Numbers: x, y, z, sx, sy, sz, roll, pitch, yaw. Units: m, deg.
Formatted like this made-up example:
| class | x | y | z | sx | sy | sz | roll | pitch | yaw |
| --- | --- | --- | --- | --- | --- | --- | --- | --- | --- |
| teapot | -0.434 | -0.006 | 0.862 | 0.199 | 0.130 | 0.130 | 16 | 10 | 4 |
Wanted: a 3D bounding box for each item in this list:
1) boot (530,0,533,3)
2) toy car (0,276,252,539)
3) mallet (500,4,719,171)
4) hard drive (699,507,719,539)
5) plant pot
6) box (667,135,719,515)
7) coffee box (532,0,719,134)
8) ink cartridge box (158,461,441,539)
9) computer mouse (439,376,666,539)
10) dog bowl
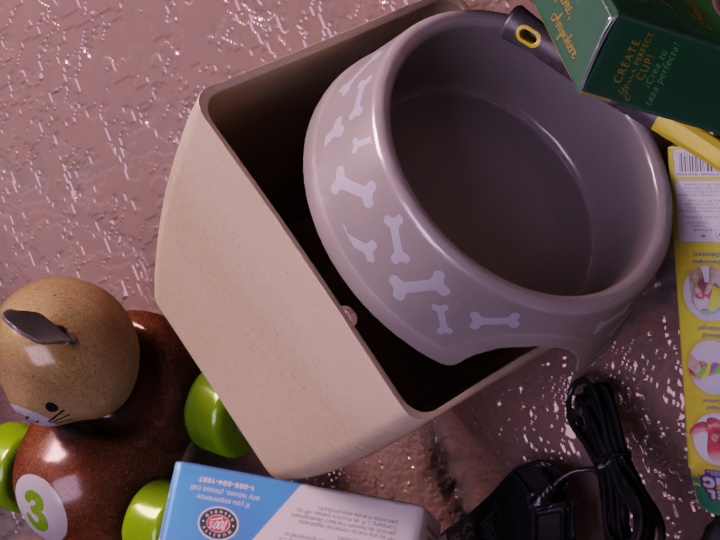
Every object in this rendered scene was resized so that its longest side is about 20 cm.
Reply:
| class | x | y | z | sx | sy | sz | roll | pitch | yaw |
| --- | --- | --- | --- | --- | --- | --- | --- | --- | --- |
| boot | 0.135 | -0.209 | 1.119 | 0.200 | 0.072 | 0.167 | 45 | 108 | 21 |
| toy car | -0.181 | 0.070 | 1.281 | 0.163 | 0.200 | 0.159 | 16 | 71 | 36 |
| mallet | 0.160 | -0.080 | 1.069 | 0.200 | 0.041 | 0.066 | 41 | 117 | 11 |
| hard drive | 0.244 | 0.236 | 1.162 | 0.200 | 0.033 | 0.140 | 39 | 120 | 20 |
| plant pot | 0.000 | 0.000 | 1.177 | 0.201 | 0.199 | 0.177 | 55 | 140 | 9 |
| box | 0.225 | 0.031 | 1.116 | 0.117 | 0.048 | 0.202 | 2 | 100 | 33 |
| coffee box | 0.180 | -0.102 | 1.006 | 0.123 | 0.198 | 0.044 | -108 | 37 | -54 |
| ink cartridge box | -0.046 | 0.220 | 1.183 | 0.145 | 0.084 | 0.202 | 10 | 78 | 11 |
| computer mouse | 0.102 | 0.171 | 1.201 | 0.200 | 0.046 | 0.141 | -51 | 33 | 24 |
| dog bowl | 0.072 | -0.045 | 1.094 | 0.201 | 0.199 | 0.059 | 56 | 140 | 9 |
